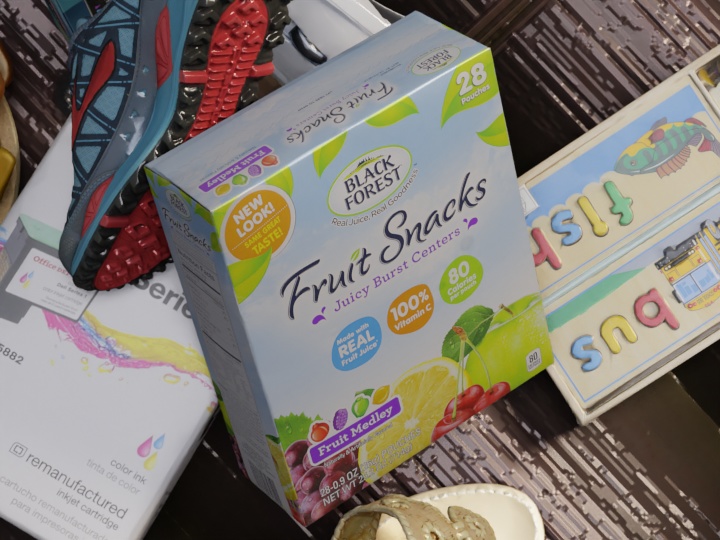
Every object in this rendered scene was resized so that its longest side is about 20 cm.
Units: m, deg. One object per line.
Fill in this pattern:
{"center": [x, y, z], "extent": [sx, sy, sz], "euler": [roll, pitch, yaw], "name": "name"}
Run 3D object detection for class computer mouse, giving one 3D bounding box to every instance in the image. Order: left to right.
{"center": [-0.015, -0.114, 1.144], "extent": [0.200, 0.110, 0.044], "euler": [26, 40, -30], "name": "computer mouse"}

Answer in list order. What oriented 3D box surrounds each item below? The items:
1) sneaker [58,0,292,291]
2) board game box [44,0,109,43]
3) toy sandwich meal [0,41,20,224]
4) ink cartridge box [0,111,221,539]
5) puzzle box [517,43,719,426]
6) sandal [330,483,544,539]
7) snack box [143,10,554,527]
{"center": [-0.102, -0.085, 1.082], "extent": [0.096, 0.079, 0.200], "euler": [41, 115, 34], "name": "sneaker"}
{"center": [-0.076, -0.190, 1.145], "extent": [0.200, 0.151, 0.047], "euler": [-32, 78, -5], "name": "board game box"}
{"center": [-0.268, -0.062, 1.166], "extent": [0.205, 0.070, 0.206], "euler": [0, 84, -2], "name": "toy sandwich meal"}
{"center": [-0.137, 0.038, 1.155], "extent": [0.145, 0.084, 0.200], "euler": [31, 83, 0], "name": "ink cartridge box"}
{"center": [0.166, -0.024, 1.188], "extent": [0.200, 0.025, 0.133], "euler": [-34, 86, 4], "name": "puzzle box"}
{"center": [0.010, 0.153, 1.130], "extent": [0.211, 0.070, 0.078], "euler": [-13, 73, -19], "name": "sandal"}
{"center": [0.000, 0.000, 1.098], "extent": [0.169, 0.068, 0.200], "euler": [-32, 128, -22], "name": "snack box"}
